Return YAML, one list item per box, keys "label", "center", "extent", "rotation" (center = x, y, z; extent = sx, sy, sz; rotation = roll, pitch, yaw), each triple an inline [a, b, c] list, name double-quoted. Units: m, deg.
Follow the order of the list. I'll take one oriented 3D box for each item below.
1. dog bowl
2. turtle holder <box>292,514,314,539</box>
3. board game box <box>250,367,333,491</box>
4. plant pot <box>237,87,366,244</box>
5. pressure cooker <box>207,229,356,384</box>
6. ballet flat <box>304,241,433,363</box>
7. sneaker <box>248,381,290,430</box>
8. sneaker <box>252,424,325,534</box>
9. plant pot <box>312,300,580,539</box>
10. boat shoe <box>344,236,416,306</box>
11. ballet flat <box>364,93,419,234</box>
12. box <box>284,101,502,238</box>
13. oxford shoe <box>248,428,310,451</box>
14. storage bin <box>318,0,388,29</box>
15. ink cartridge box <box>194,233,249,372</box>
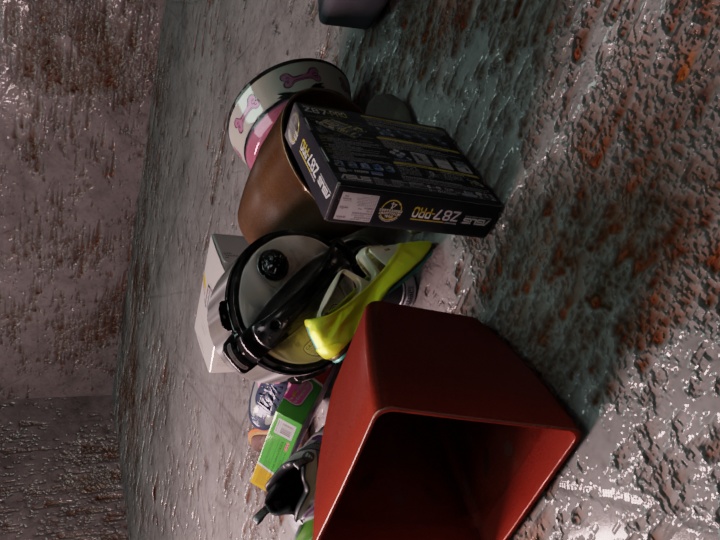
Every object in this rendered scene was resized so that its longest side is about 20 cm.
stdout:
- label: "dog bowl"
  center: [-0.090, -0.202, 1.005]
  extent: [0.075, 0.196, 0.201]
  rotation: [63, 142, 28]
- label: "turtle holder"
  center: [-0.033, 0.338, 0.817]
  extent: [0.132, 0.137, 0.191]
  rotation: [172, 85, -76]
- label: "board game box"
  center: [-0.084, 0.194, 0.994]
  extent: [0.201, 0.040, 0.155]
  rotation: [-60, -7, -55]
- label: "plant pot"
  center: [-0.079, -0.105, 0.932]
  extent: [0.199, 0.183, 0.192]
  rotation: [-34, 58, 44]
- label: "pressure cooker"
  center: [-0.095, 0.047, 0.854]
  extent: [0.199, 0.174, 0.181]
  rotation: [149, 125, -63]
- label: "ballet flat"
  center: [0.009, 0.014, 0.786]
  extent: [0.067, 0.200, 0.067]
  rotation: [47, 153, -7]
- label: "sneaker"
  center: [-0.126, 0.157, 1.024]
  extent: [0.204, 0.069, 0.082]
  rotation: [-67, -9, 15]
- label: "sneaker"
  center: [-0.091, 0.305, 0.913]
  extent: [0.077, 0.139, 0.204]
  rotation: [31, 122, 26]
- label: "plant pot"
  center: [0.062, 0.146, 0.686]
  extent: [0.178, 0.195, 0.203]
  rotation: [-103, 29, -51]
- label: "boat shoe"
  center: [0.000, 0.003, 0.934]
  extent: [0.199, 0.066, 0.075]
  rotation: [44, 126, 56]
- label: "ballet flat"
  center: [0.047, -0.134, 0.872]
  extent: [0.047, 0.066, 0.204]
  rotation: [78, 177, -65]
- label: "box"
  center: [0.032, -0.108, 0.735]
  extent: [0.050, 0.195, 0.163]
  rotation: [-65, 35, 35]
- label: "oxford shoe"
  center: [-0.146, 0.305, 1.201]
  extent: [0.199, 0.070, 0.075]
  rotation: [-36, 62, 57]
- label: "storage bin"
  center: [-0.018, -0.440, 0.948]
  extent: [0.134, 0.141, 0.206]
  rotation: [141, 127, -68]
- label: "ink cartridge box"
  center: [-0.207, 0.058, 1.257]
  extent: [0.145, 0.144, 0.204]
  rotation: [52, 132, 52]
